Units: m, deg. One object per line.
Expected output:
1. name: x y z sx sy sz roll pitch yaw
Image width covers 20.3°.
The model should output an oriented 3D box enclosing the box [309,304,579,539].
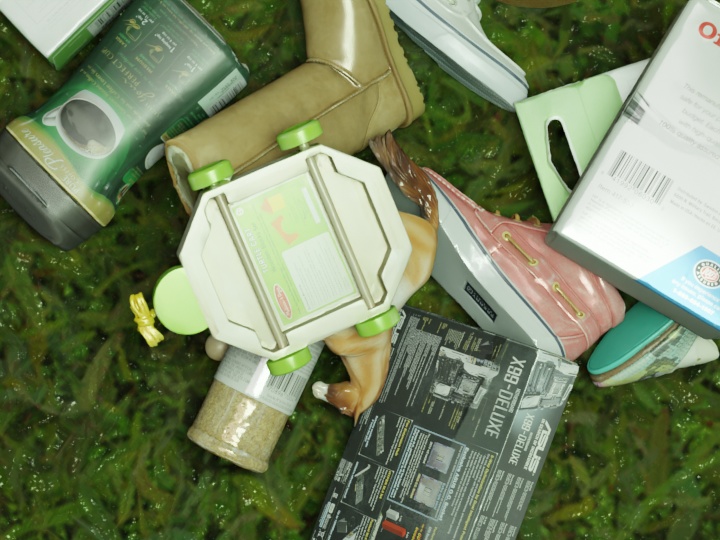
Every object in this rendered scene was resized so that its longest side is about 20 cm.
1. box: 0.057 0.137 1.462 0.050 0.157 0.201 24 85 -41

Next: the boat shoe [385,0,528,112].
1. boat shoe: 0.058 -0.204 1.520 0.200 0.074 0.067 40 88 2

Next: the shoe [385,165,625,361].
1. shoe: 0.109 -0.015 1.516 0.091 0.072 0.200 -33 75 -24

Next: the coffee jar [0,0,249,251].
1. coffee jar: -0.185 -0.113 1.508 0.200 0.085 0.104 -44 84 -3

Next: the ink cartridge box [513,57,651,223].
1. ink cartridge box: 0.224 -0.105 1.521 0.199 0.059 0.104 -18 86 -1

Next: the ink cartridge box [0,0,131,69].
1. ink cartridge box: -0.262 -0.261 1.523 0.104 0.059 0.200 -44 87 -3

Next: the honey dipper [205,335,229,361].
1. honey dipper: -0.080 -0.028 1.532 0.038 0.038 0.201 19 91 1

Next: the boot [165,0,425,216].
1. boot: -0.060 -0.132 1.466 0.200 0.066 0.176 -35 104 -26

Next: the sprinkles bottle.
1. sprinkles bottle: -0.060 0.049 1.507 0.068 0.068 0.201 25 87 1

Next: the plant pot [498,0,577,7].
1. plant pot: 0.139 -0.301 1.464 0.186 0.200 0.187 0 87 -1

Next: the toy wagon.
1. toy wagon: -0.067 -0.007 1.406 0.199 0.040 0.156 -24 99 -6

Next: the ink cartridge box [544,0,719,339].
1. ink cartridge box: 0.246 -0.072 1.445 0.146 0.086 0.200 31 84 2

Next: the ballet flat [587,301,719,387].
1. ballet flat: 0.257 0.023 1.517 0.071 0.069 0.200 40 87 -23

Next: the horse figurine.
1. horse figurine: 0.000 0.000 1.462 0.132 0.050 0.200 32 88 -18
